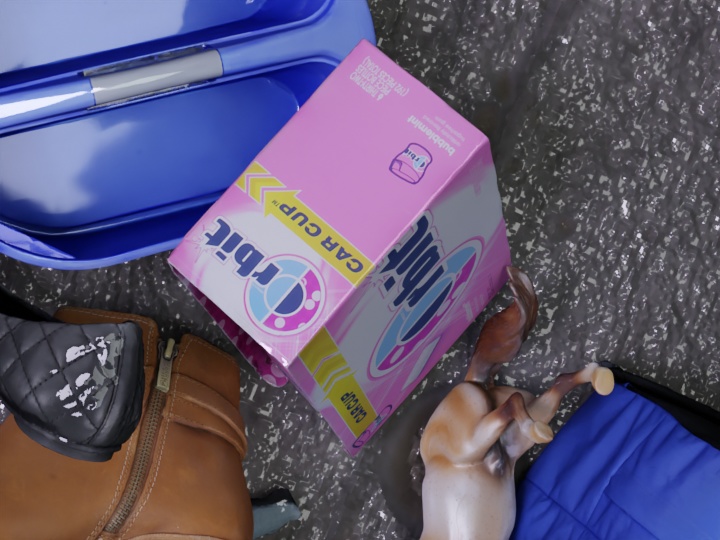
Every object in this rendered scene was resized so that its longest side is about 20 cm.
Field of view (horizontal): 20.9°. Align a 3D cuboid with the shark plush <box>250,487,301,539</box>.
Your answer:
[{"bbox_3d":[-0.119,0.154,0.873,0.200,0.090,0.084,-40,126,-30],"label":"shark plush"}]

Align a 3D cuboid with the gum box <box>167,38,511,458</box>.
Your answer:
[{"bbox_3d":[0.000,0.000,0.810,0.066,0.200,0.114,39,83,16],"label":"gum box"}]

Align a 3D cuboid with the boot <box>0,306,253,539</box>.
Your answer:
[{"bbox_3d":[-0.131,0.072,0.799,0.198,0.077,0.156,19,49,-20],"label":"boot"}]

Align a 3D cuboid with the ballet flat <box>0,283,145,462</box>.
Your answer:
[{"bbox_3d":[-0.146,0.011,0.776,0.066,0.199,0.057,11,105,-49],"label":"ballet flat"}]

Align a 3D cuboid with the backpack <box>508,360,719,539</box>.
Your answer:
[{"bbox_3d":[0.157,0.160,0.862,0.162,0.200,0.169,35,85,-17],"label":"backpack"}]

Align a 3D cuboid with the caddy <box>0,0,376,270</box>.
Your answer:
[{"bbox_3d":[-0.093,-0.080,0.815,0.198,0.105,0.143,-15,98,-14],"label":"caddy"}]

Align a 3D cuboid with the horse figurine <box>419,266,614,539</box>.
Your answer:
[{"bbox_3d":[0.055,0.104,0.879,0.049,0.132,0.202,15,80,-24],"label":"horse figurine"}]
